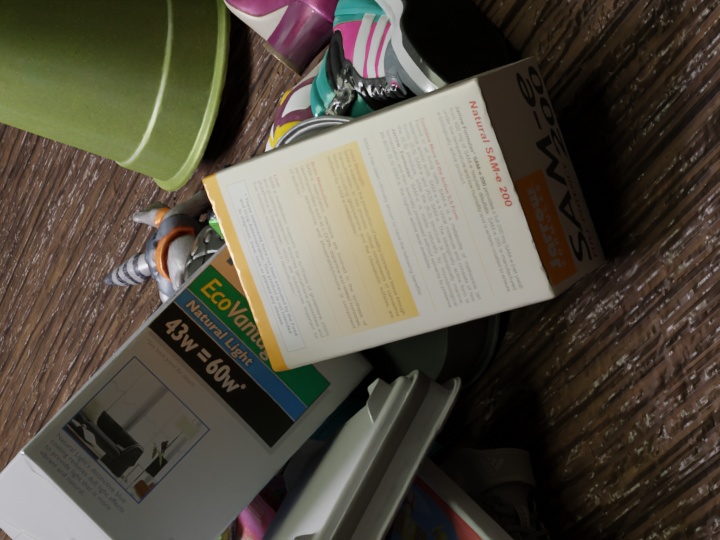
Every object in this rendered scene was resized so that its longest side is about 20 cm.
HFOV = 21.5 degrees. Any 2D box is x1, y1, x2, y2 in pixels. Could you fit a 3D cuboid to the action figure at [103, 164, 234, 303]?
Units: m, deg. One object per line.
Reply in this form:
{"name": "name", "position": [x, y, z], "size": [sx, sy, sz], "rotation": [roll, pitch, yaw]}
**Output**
{"name": "action figure", "position": [-0.147, 0.018, 1.559], "size": [0.193, 0.104, 0.201], "rotation": [159, 110, -74]}

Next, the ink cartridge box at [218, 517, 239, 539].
{"name": "ink cartridge box", "position": [-0.093, 0.183, 1.435], "size": [0.200, 0.076, 0.148], "rotation": [-56, -29, -50]}

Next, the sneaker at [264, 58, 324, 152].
{"name": "sneaker", "position": [-0.036, -0.079, 1.358], "size": [0.200, 0.075, 0.090], "rotation": [129, 161, -66]}

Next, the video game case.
{"name": "video game case", "position": [0.042, 0.227, 1.094], "size": [0.143, 0.017, 0.201], "rotation": [-141, 59, -62]}

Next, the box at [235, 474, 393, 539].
{"name": "box", "position": [-0.004, 0.213, 1.267], "size": [0.200, 0.102, 0.095], "rotation": [-145, 56, -60]}

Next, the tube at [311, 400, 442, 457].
{"name": "tube", "position": [-0.013, 0.112, 1.330], "size": [0.077, 0.050, 0.200], "rotation": [-49, 31, -2]}

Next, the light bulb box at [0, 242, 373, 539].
{"name": "light bulb box", "position": [-0.124, 0.106, 1.225], "size": [0.125, 0.200, 0.198], "rotation": [45, 156, -3]}

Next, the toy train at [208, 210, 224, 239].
{"name": "toy train", "position": [-0.026, -0.039, 1.275], "size": [0.200, 0.056, 0.042], "rotation": [-7, 45, 46]}

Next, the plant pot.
{"name": "plant pot", "position": [-0.231, -0.177, 1.573], "size": [0.200, 0.189, 0.201], "rotation": [-173, 90, -66]}

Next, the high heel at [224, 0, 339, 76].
{"name": "high heel", "position": [-0.044, -0.208, 1.384], "size": [0.096, 0.067, 0.200], "rotation": [-51, 19, 7]}

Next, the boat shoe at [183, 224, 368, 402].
{"name": "boat shoe", "position": [-0.041, 0.028, 1.364], "size": [0.200, 0.074, 0.076], "rotation": [38, 100, 36]}

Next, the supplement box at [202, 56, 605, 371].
{"name": "supplement box", "position": [0.023, -0.030, 1.082], "size": [0.200, 0.073, 0.126], "rotation": [-16, 97, 34]}

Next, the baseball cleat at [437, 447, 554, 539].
{"name": "baseball cleat", "position": [0.088, 0.163, 1.105], "size": [0.200, 0.070, 0.107], "rotation": [24, 101, 54]}

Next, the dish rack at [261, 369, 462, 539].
{"name": "dish rack", "position": [-0.026, 0.149, 1.117], "size": [0.172, 0.043, 0.200], "rotation": [-43, 14, 51]}

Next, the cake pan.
{"name": "cake pan", "position": [0.000, 0.000, 1.205], "size": [0.200, 0.037, 0.201], "rotation": [28, 135, 32]}

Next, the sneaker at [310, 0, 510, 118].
{"name": "sneaker", "position": [0.024, -0.112, 1.188], "size": [0.200, 0.083, 0.121], "rotation": [-116, 38, -54]}
